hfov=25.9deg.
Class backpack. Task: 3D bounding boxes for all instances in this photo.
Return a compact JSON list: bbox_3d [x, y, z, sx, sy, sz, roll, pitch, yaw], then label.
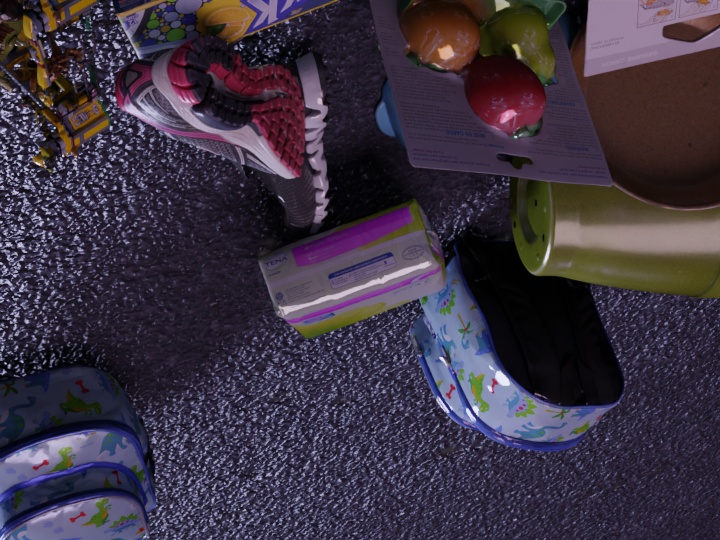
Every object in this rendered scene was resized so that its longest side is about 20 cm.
[{"bbox_3d":[-0.290,0.195,1.516,0.183,0.147,0.200,-16,143,-10],"label":"backpack"},{"bbox_3d":[0.157,0.082,1.551,0.183,0.200,0.147,5,139,-33],"label":"backpack"}]

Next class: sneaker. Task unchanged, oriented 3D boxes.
[{"bbox_3d":[-0.101,-0.121,1.162,0.075,0.081,0.200,-8,162,26],"label":"sneaker"},{"bbox_3d":[-0.072,-0.098,1.307,0.090,0.067,0.200,-9,142,-9],"label":"sneaker"}]

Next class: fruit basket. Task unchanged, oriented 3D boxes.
[{"bbox_3d":[0.090,-0.152,1.194,0.185,0.200,0.094,3,155,-31],"label":"fruit basket"}]

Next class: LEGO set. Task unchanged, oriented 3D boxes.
[{"bbox_3d":[-0.256,-0.149,1.057,0.116,0.154,0.200,-37,165,-24],"label":"LEGO set"}]

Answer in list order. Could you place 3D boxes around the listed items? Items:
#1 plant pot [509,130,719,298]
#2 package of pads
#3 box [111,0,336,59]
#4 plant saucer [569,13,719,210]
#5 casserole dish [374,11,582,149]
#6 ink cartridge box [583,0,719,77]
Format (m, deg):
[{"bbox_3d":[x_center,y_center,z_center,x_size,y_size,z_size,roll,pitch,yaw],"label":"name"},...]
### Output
[{"bbox_3d":[0.241,-0.064,1.409,0.193,0.201,0.201,-4,144,-11],"label":"plant pot"},{"bbox_3d":[0.000,0.000,1.419,0.154,0.068,0.200,-20,172,1],"label":"package of pads"},{"bbox_3d":[-0.079,-0.219,1.131,0.200,0.064,0.070,-20,147,2],"label":"box"},{"bbox_3d":[0.265,-0.144,1.317,0.200,0.201,0.035,-14,170,-8],"label":"plant saucer"},{"bbox_3d":[0.112,-0.151,1.347,0.200,0.039,0.121,-22,147,1],"label":"casserole dish"},{"bbox_3d":[0.267,-0.256,1.256,0.200,0.045,0.176,-13,138,-9],"label":"ink cartridge box"}]
